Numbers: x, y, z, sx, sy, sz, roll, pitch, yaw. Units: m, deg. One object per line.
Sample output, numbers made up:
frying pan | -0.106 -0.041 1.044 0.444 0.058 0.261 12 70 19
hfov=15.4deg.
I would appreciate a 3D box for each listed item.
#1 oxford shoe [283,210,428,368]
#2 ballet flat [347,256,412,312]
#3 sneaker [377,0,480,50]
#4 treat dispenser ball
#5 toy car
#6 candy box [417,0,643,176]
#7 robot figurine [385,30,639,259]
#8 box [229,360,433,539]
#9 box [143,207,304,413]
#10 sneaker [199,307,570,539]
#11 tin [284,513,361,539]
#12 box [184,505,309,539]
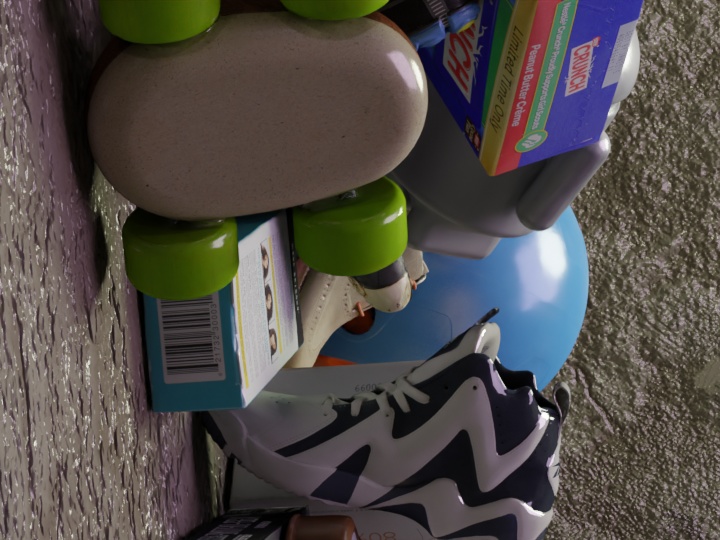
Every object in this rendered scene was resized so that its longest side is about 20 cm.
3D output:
oxford shoe | 0.000 0.000 1.626 0.200 0.074 0.071 -62 177 -4
ballet flat | -0.039 -0.048 1.452 0.200 0.057 0.066 52 -17 -25
sneaker | -0.004 -0.166 1.361 0.200 0.071 0.083 51 -19 52
treat dispenser ball | 0.050 0.005 1.756 0.201 0.201 0.201 -4 90 -82
toy car | -0.061 -0.110 1.283 0.200 0.158 0.164 -111 -165 -58
candy box | 0.064 -0.177 1.393 0.200 0.077 0.169 59 -21 25
robot figurine | 0.086 -0.100 1.542 0.200 0.113 0.170 -57 -133 28
box | 0.014 0.158 1.604 0.200 0.152 0.106 80 10 -45
box | -0.071 0.017 1.417 0.200 0.049 0.082 -46 132 -80
sneaker | 0.023 0.068 1.448 0.079 0.199 0.130 -41 153 -78
tin | -0.017 0.226 1.403 0.112 0.042 0.200 81 8 -67
box | -0.060 0.213 1.404 0.200 0.050 0.158 -7 93 -83
